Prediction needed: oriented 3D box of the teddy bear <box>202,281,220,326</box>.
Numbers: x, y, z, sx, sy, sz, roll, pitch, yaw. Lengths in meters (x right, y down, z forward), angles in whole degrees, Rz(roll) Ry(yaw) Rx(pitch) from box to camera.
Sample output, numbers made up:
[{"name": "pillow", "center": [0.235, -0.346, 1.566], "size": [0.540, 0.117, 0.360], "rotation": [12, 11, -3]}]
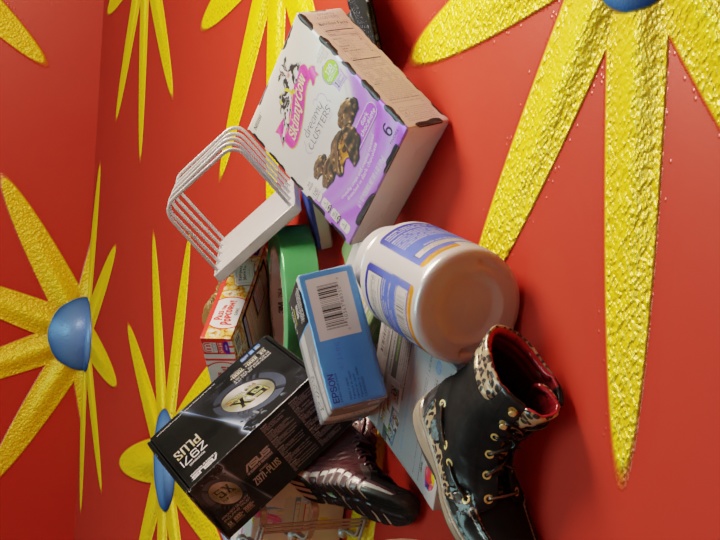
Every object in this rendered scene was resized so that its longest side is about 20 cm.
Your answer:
[{"name": "teddy bear", "center": [-0.177, 0.025, 2.008], "size": [0.145, 0.066, 0.202], "rotation": [49, 128, 48]}]

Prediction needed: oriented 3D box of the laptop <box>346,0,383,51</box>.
[{"name": "laptop", "center": [-0.037, -0.274, 1.577], "size": [0.201, 0.102, 0.178], "rotation": [75, 175, -46]}]

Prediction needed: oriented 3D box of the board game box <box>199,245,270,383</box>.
[{"name": "board game box", "center": [-0.158, 0.084, 1.791], "size": [0.201, 0.046, 0.153], "rotation": [-75, -19, -51]}]

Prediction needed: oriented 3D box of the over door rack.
[{"name": "over door rack", "center": [-0.077, 0.359, 1.593], "size": [0.067, 0.146, 0.202], "rotation": [-135, 51, -59]}]

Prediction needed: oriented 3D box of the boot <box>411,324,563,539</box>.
[{"name": "boot", "center": [0.127, 0.162, 1.168], "size": [0.151, 0.072, 0.201], "rotation": [-57, 47, 45]}]

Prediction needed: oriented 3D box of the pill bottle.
[{"name": "pill bottle", "center": [0.066, 0.014, 1.294], "size": [0.200, 0.111, 0.114], "rotation": [-148, 62, -67]}]

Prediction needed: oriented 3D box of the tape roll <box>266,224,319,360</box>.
[{"name": "tape roll", "center": [-0.088, 0.042, 1.727], "size": [0.200, 0.048, 0.203], "rotation": [176, 90, -79]}]

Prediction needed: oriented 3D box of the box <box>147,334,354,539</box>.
[{"name": "box", "center": [-0.132, 0.190, 1.545], "size": [0.086, 0.200, 0.164], "rotation": [53, 169, -27]}]

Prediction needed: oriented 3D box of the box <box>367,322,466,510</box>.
[{"name": "box", "center": [0.066, 0.131, 1.382], "size": [0.200, 0.041, 0.158], "rotation": [-131, 45, -62]}]

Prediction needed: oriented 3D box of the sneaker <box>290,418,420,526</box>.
[{"name": "sneaker", "center": [0.007, 0.214, 1.498], "size": [0.199, 0.076, 0.116], "rotation": [8, 54, 44]}]

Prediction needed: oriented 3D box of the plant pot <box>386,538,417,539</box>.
[{"name": "plant pot", "center": [0.027, 0.378, 1.313], "size": [0.200, 0.184, 0.189], "rotation": [113, 152, -68]}]

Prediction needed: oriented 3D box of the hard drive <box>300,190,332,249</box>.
[{"name": "hard drive", "center": [-0.071, -0.140, 1.669], "size": [0.201, 0.025, 0.133], "rotation": [80, 175, -51]}]

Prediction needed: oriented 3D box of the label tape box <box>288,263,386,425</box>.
[{"name": "label tape box", "center": [-0.031, 0.089, 1.427], "size": [0.200, 0.065, 0.145], "rotation": [123, 133, -74]}]

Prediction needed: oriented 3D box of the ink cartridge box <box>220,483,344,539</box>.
[{"name": "ink cartridge box", "center": [-0.096, 0.274, 1.676], "size": [0.129, 0.124, 0.202], "rotation": [-136, 51, -62]}]

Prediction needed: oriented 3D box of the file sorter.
[{"name": "file sorter", "center": [-0.170, -0.096, 1.729], "size": [0.139, 0.125, 0.200], "rotation": [-41, 13, 6]}]

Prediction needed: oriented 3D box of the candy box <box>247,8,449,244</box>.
[{"name": "candy box", "center": [-0.018, -0.160, 1.451], "size": [0.200, 0.071, 0.169], "rotation": [48, 131, 25]}]

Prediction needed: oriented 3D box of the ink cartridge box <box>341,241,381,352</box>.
[{"name": "ink cartridge box", "center": [0.000, 0.000, 1.555], "size": [0.146, 0.047, 0.201], "rotation": [113, 148, -43]}]
